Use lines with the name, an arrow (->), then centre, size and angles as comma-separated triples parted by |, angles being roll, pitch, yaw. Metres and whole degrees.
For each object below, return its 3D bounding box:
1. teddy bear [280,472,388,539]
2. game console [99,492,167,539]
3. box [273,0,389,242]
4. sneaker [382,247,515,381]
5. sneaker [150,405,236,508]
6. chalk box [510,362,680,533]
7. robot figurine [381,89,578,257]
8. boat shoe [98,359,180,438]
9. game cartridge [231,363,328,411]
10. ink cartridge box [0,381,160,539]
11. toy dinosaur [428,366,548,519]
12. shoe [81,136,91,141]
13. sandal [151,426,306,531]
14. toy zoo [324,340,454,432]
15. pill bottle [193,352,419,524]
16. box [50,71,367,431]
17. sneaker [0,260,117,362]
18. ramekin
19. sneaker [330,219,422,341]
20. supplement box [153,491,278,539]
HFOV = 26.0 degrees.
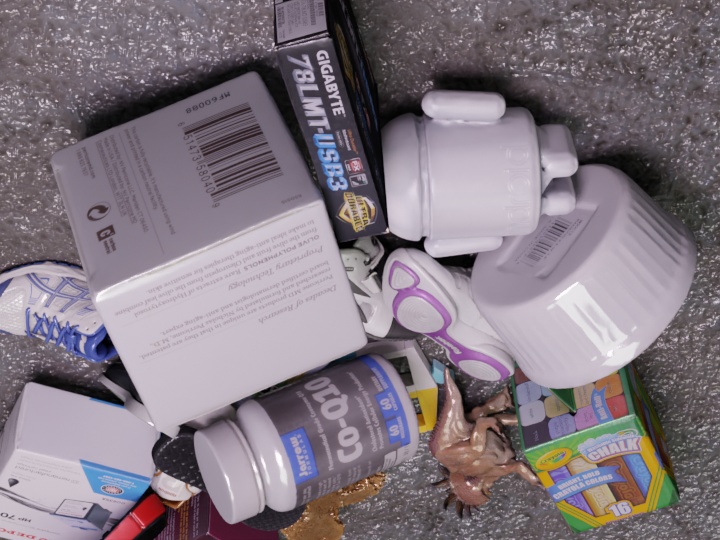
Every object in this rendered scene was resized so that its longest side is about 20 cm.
teddy bear -> -0.046, 0.207, 1.661 | 0.144, 0.067, 0.201 | -13, 135, -4
game console -> -0.274, 0.308, 1.639 | 0.177, 0.031, 0.200 | -41, 173, -14
box -> -0.025, -0.161, 1.248 | 0.049, 0.199, 0.201 | -11, 132, 8
sneaker -> 0.088, 0.024, 1.498 | 0.074, 0.100, 0.200 | -4, 147, 37
sneaker -> -0.173, 0.190, 1.605 | 0.072, 0.085, 0.200 | 24, 148, 3
chalk box -> 0.233, 0.153, 1.604 | 0.123, 0.125, 0.200 | -19, 132, 15
robot figurine -> 0.090, -0.086, 1.383 | 0.198, 0.113, 0.171 | -4, 123, 0
boat shoe -> -0.203, 0.114, 1.530 | 0.075, 0.200, 0.061 | 37, 83, -25
game cartridge -> -0.103, 0.073, 1.557 | 0.133, 0.041, 0.200 | 34, 123, -10
ink cartridge box -> -0.310, 0.213, 1.634 | 0.146, 0.086, 0.200 | 17, 140, -18
toy dinosaur -> 0.114, 0.193, 1.654 | 0.135, 0.086, 0.200 | -23, 131, 24
shoe -> -0.206, -0.038, 1.439 | 0.091, 0.072, 0.200 | -38, 129, 21
sandal -> -0.129, 0.202, 1.583 | 0.075, 0.045, 0.200 | -45, 126, 12
toy zoo -> 0.001, 0.130, 1.641 | 0.198, 0.021, 0.132 | -10, 133, 7
pill bottle -> -0.053, 0.164, 1.513 | 0.199, 0.114, 0.114 | -21, 137, -21
box -> -0.127, -0.018, 1.302 | 0.199, 0.199, 0.172 | -23, 134, -4
sneaker -> -0.273, 0.044, 1.501 | 0.198, 0.088, 0.076 | -3, 132, 0
ramekin -> 0.194, -0.002, 1.415 | 0.200, 0.201, 0.098 | -33, 118, 25
sneaker -> 0.000, 0.000, 1.484 | 0.199, 0.074, 0.089 | 27, 128, -25
supplement box -> -0.198, 0.332, 1.774 | 0.200, 0.086, 0.110 | -37, 124, 27
